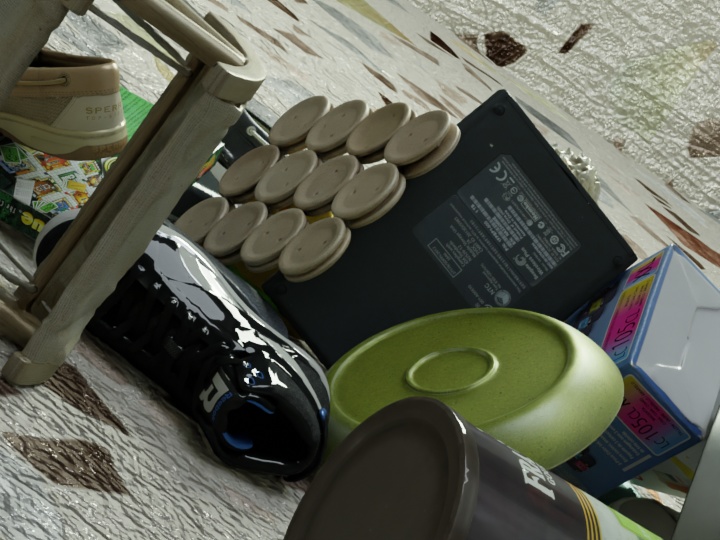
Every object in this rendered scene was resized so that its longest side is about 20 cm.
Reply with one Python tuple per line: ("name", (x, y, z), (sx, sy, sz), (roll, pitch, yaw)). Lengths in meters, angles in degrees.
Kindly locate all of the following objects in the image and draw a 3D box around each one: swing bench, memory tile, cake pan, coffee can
("swing bench", (-0.175, -0.080, 1.486), (0.200, 0.199, 0.130), (39, 12, 9))
("memory tile", (-0.032, -0.054, 1.802), (0.017, 0.153, 0.200), (52, -20, -25))
("cake pan", (0.207, 0.167, 1.701), (0.037, 0.201, 0.200), (20, 10, 8))
("coffee can", (0.076, 0.172, 1.387), (0.200, 0.147, 0.146), (32, 13, -27))

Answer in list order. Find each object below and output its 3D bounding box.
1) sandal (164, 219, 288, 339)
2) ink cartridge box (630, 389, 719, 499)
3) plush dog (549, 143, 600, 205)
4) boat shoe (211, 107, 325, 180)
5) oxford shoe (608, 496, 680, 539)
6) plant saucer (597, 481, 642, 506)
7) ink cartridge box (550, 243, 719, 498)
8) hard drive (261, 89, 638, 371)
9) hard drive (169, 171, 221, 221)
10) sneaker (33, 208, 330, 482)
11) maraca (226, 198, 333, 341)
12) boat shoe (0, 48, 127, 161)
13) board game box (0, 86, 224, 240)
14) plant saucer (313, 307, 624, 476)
("sandal", (-0.121, -0.003, 1.759), (0.200, 0.043, 0.076), (38, 2, 25))
("ink cartridge box", (0.239, 0.097, 1.890), (0.199, 0.084, 0.145), (13, -25, 46))
("plush dog", (0.099, 0.021, 1.969), (0.171, 0.200, 0.161), (7, 39, -53))
("boat shoe", (-0.036, -0.060, 2.161), (0.200, 0.060, 0.076), (29, 14, -33))
("oxford shoe", (0.224, 0.195, 1.898), (0.200, 0.058, 0.076), (26, 61, -50))
("plant saucer", (0.138, 0.144, 1.950), (0.200, 0.036, 0.200), (36, 12, -9))
("ink cartridge box", (0.134, 0.086, 1.786), (0.076, 0.200, 0.137), (45, 36, -14))
("hard drive", (0.056, 0.002, 1.776), (0.140, 0.200, 0.033), (51, -3, -6))
("hard drive", (-0.186, -0.100, 1.906), (0.200, 0.033, 0.140), (28, 15, -39))
("sneaker", (-0.094, 0.042, 1.565), (0.200, 0.073, 0.112), (35, 12, -15))
("maraca", (0.000, 0.000, 1.860), (0.199, 0.107, 0.137), (21, 42, 19))
("boat shoe", (-0.219, -0.121, 1.701), (0.199, 0.065, 0.071), (17, 26, 32))
("board game box", (-0.166, -0.065, 1.728), (0.104, 0.024, 0.200), (28, 27, 8))
("plant saucer", (0.056, 0.071, 1.660), (0.200, 0.199, 0.031), (-118, -165, -64))
